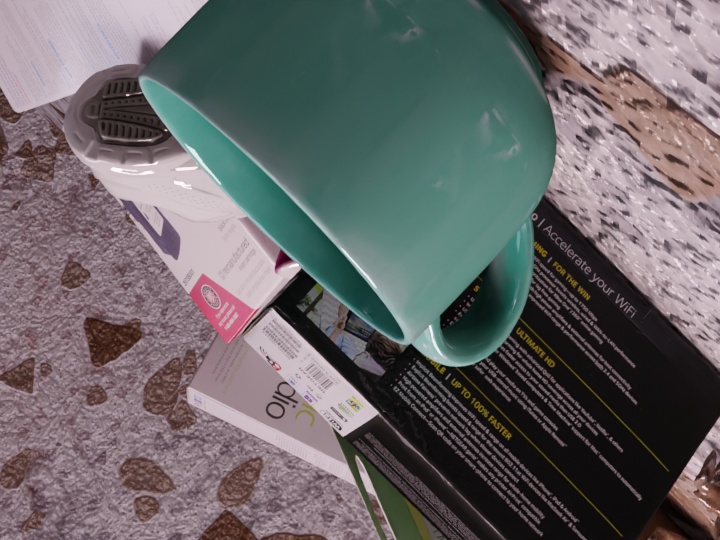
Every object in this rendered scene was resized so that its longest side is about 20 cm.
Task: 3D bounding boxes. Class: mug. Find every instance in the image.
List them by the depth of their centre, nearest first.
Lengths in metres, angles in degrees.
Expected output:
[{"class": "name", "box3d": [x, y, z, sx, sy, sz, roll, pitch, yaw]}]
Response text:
[{"class": "mug", "box3d": [0.007, -0.057, 0.594, 0.152, 0.114, 0.185, 40, 172, 23]}]

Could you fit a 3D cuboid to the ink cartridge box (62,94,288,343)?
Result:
[{"class": "ink cartridge box", "box3d": [-0.105, -0.070, 0.991, 0.200, 0.084, 0.145, 52, 151, 4]}]

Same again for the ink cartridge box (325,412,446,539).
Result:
[{"class": "ink cartridge box", "box3d": [0.040, 0.120, 0.768, 0.200, 0.048, 0.146, 46, -161, -77]}]

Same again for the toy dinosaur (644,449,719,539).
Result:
[{"class": "toy dinosaur", "box3d": [0.232, 0.175, 0.804, 0.135, 0.086, 0.200, 36, 177, 6]}]

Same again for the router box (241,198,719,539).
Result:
[{"class": "router box", "box3d": [0.065, 0.046, 0.694, 0.200, 0.149, 0.051, 45, 151, -2]}]

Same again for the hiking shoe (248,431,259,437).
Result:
[{"class": "hiking shoe", "box3d": [0.002, 0.099, 1.124, 0.199, 0.075, 0.087, 12, -171, -6]}]

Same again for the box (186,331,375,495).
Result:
[{"class": "box", "box3d": [-0.007, 0.074, 1.058, 0.199, 0.145, 0.036, 25, 156, 5]}]

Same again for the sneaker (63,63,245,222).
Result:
[{"class": "sneaker", "box3d": [-0.059, -0.064, 0.812, 0.198, 0.078, 0.099, 9, 158, 4]}]

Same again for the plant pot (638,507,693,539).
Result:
[{"class": "plant pot", "box3d": [0.188, 0.254, 1.096, 0.199, 0.200, 0.200, 51, 175, 17]}]

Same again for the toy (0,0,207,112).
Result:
[{"class": "toy", "box3d": [-0.148, -0.166, 0.803, 0.199, 0.047, 0.116, -9, 114, 42]}]

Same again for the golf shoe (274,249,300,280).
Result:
[{"class": "golf shoe", "box3d": [0.000, 0.000, 0.901, 0.201, 0.091, 0.075, 61, -175, -26]}]
